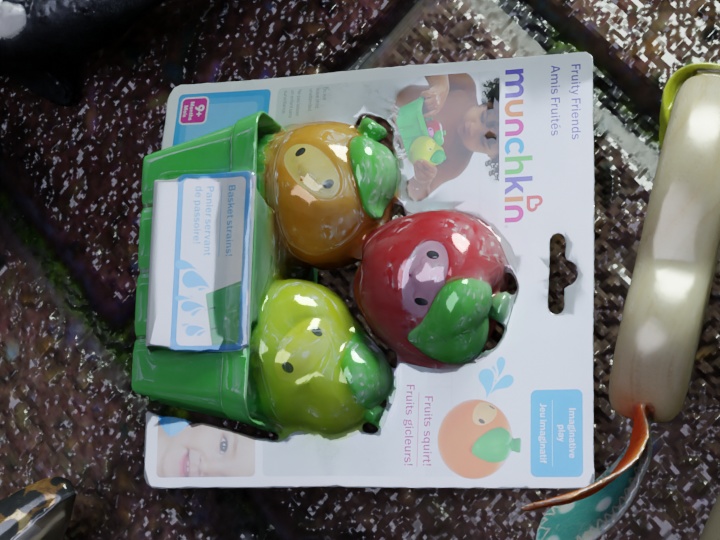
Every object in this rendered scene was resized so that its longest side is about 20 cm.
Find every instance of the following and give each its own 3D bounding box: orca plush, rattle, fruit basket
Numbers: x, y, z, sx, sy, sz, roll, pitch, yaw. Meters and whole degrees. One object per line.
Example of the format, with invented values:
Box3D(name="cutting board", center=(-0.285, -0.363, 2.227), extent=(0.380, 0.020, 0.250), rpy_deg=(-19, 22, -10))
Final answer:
Box3D(name="orca plush", center=(-0.149, -0.122, 0.860), extent=(0.199, 0.071, 0.105), rpy_deg=(-9, 31, 21))
Box3D(name="rattle", center=(0.149, 0.026, 0.613), extent=(0.142, 0.131, 0.201), rpy_deg=(22, 46, -1))
Box3D(name="fruit basket", center=(0.000, 0.000, 0.726), extent=(0.199, 0.094, 0.187), rpy_deg=(-3, 78, 23))

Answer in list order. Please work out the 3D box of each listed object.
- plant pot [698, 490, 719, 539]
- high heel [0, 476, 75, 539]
Box3D(name="plant pot", center=(0.181, 0.133, 0.564), extent=(0.199, 0.200, 0.175), rpy_deg=(2, 62, 27))
Box3D(name="high heel", center=(-0.227, 0.114, 0.825), extent=(0.200, 0.071, 0.143), rpy_deg=(-40, 70, 24))
